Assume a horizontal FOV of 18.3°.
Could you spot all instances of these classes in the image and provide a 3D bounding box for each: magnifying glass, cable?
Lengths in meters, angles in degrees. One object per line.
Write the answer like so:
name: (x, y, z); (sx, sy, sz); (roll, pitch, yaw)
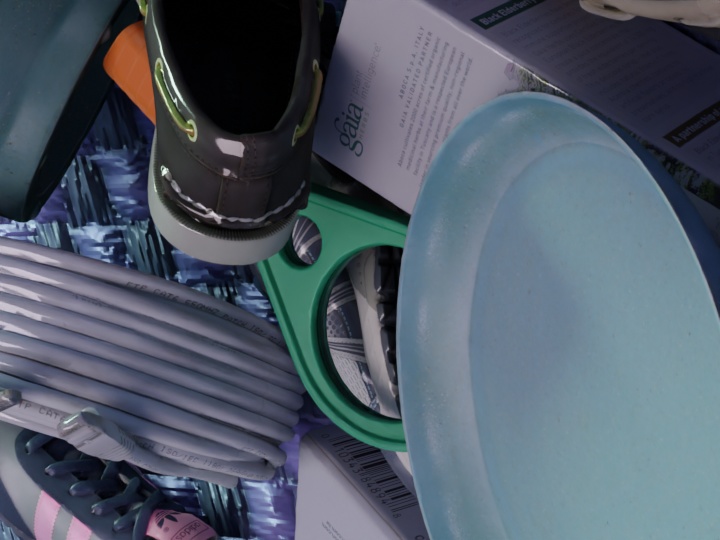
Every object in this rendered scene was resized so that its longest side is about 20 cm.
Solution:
magnifying glass: (-0.024, -0.017, 0.816); (0.200, 0.022, 0.080); (46, 117, 18)
cable: (-0.120, 0.032, 0.904); (0.199, 0.200, 0.070); (13, 84, 36)

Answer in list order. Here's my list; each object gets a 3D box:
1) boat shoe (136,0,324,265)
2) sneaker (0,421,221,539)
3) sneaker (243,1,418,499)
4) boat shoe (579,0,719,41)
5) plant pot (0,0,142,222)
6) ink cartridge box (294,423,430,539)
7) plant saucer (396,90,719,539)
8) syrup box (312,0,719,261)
boat shoe: (-0.045, -0.099, 0.795); (0.061, 0.071, 0.202); (109, 159, -51)
sneaker: (-0.104, 0.112, 1.013); (0.200, 0.070, 0.082); (50, 140, -3)
sneaker: (0.000, 0.000, 0.874); (0.086, 0.077, 0.201); (-26, 84, 50)
boat shoe: (0.087, -0.110, 0.698); (0.200, 0.062, 0.072); (34, 119, 56)
plant pot: (-0.163, -0.101, 0.887); (0.133, 0.201, 0.201); (27, 131, -2)
ink cartridge box: (0.032, 0.194, 0.913); (0.196, 0.043, 0.201); (43, 139, 47)
plant saucer: (0.069, 0.044, 0.692); (0.200, 0.027, 0.202); (30, 124, 59)
syrup box: (0.085, -0.037, 0.768); (0.199, 0.081, 0.079); (34, 128, 23)
